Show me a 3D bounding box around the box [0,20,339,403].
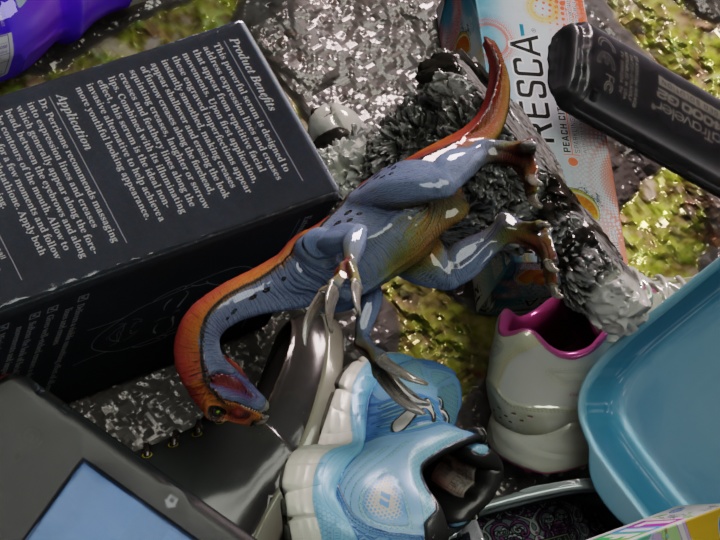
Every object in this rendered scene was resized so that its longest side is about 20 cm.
[{"bbox_3d":[-0.134,-0.016,1.208,0.200,0.148,0.107,-20,70,-26],"label":"box"}]

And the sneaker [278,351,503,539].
[{"bbox_3d":[0.026,0.098,1.175,0.090,0.079,0.200,0,20,13],"label":"sneaker"}]

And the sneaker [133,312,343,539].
[{"bbox_3d":[-0.081,0.090,1.210,0.106,0.075,0.200,24,59,-5],"label":"sneaker"}]

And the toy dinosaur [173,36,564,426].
[{"bbox_3d":[0.000,0.000,1.158,0.181,0.105,0.200,-12,36,1],"label":"toy dinosaur"}]

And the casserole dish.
[{"bbox_3d":[0.199,0.053,1.218,0.121,0.200,0.039,53,17,10],"label":"casserole dish"}]

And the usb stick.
[{"bbox_3d":[0.179,-0.075,1.364,0.200,0.033,0.056,26,59,-34],"label":"usb stick"}]

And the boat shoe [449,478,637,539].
[{"bbox_3d":[0.048,0.144,1.224,0.201,0.072,0.070,-16,69,-25],"label":"boat shoe"}]

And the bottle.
[{"bbox_3d":[-0.204,-0.136,1.299,0.200,0.065,0.084,-20,71,-26],"label":"bottle"}]

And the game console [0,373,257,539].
[{"bbox_3d":[-0.133,0.171,1.138,0.200,0.031,0.177,35,84,2],"label":"game console"}]

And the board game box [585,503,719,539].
[{"bbox_3d":[0.139,0.220,1.158,0.134,0.034,0.200,-12,93,-48],"label":"board game box"}]

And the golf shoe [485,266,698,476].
[{"bbox_3d":[0.151,0.031,1.292,0.200,0.092,0.075,-25,30,-23],"label":"golf shoe"}]

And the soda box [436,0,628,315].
[{"bbox_3d":[0.091,-0.075,1.362,0.068,0.064,0.200,3,61,-16],"label":"soda box"}]

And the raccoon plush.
[{"bbox_3d":[0.036,-0.018,1.252,0.134,0.097,0.200,-40,51,12],"label":"raccoon plush"}]
